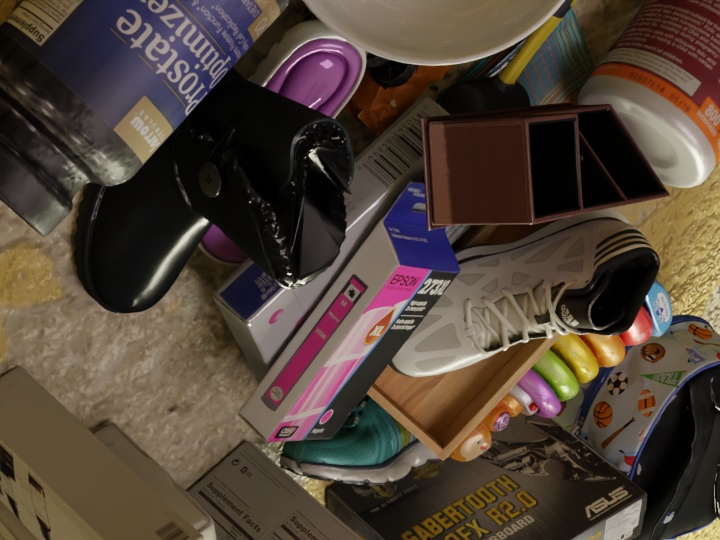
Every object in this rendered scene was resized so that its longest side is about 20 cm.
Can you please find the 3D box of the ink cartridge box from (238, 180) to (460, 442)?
[{"bbox_3d":[0.005,0.030,1.362,0.200,0.037,0.095,-55,156,14],"label":"ink cartridge box"}]

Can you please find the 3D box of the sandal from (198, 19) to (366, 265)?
[{"bbox_3d":[-0.056,-0.070,1.285,0.082,0.050,0.203,7,131,-22],"label":"sandal"}]

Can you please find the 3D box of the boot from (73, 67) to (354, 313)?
[{"bbox_3d":[-0.089,-0.029,1.223,0.076,0.168,0.201,-5,122,-42],"label":"boot"}]

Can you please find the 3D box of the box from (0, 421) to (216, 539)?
[{"bbox_3d":[-0.165,0.228,1.375,0.109,0.128,0.200,-29,135,-26],"label":"box"}]

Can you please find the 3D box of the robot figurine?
[{"bbox_3d":[0.043,-0.192,1.321,0.200,0.058,0.145,-51,142,-2],"label":"robot figurine"}]

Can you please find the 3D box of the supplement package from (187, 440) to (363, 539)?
[{"bbox_3d":[-0.047,0.253,1.492,0.111,0.156,0.200,-41,140,-15],"label":"supplement package"}]

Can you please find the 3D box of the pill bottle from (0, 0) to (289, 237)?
[{"bbox_3d":[-0.141,-0.120,1.145,0.200,0.112,0.112,-49,142,-6],"label":"pill bottle"}]

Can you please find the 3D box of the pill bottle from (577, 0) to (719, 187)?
[{"bbox_3d":[0.260,-0.170,1.505,0.200,0.114,0.114,-53,143,-16],"label":"pill bottle"}]

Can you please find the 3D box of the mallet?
[{"bbox_3d":[0.120,-0.165,1.355,0.066,0.041,0.200,-19,150,-48],"label":"mallet"}]

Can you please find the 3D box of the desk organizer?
[{"bbox_3d":[0.126,-0.072,1.344,0.200,0.077,0.072,-12,100,-55],"label":"desk organizer"}]

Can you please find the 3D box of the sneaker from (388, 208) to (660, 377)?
[{"bbox_3d":[0.112,0.021,1.393,0.200,0.115,0.076,-27,106,-5],"label":"sneaker"}]

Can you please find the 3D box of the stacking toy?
[{"bbox_3d":[0.134,0.067,1.538,0.200,0.110,0.116,-49,150,-11],"label":"stacking toy"}]

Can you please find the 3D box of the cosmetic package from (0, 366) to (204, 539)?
[{"bbox_3d":[-0.168,0.148,1.252,0.051,0.200,0.083,-33,137,-25],"label":"cosmetic package"}]

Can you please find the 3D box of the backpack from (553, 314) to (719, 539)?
[{"bbox_3d":[0.250,0.130,1.709,0.200,0.154,0.191,-15,137,-46],"label":"backpack"}]

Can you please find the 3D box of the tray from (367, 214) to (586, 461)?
[{"bbox_3d":[0.090,0.030,1.473,0.099,0.037,0.200,42,93,-16],"label":"tray"}]

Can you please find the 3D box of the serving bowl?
[{"bbox_3d":[0.045,-0.224,1.224,0.200,0.200,0.066,-58,179,7],"label":"serving bowl"}]

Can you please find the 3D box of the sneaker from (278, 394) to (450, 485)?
[{"bbox_3d":[0.016,0.109,1.533,0.200,0.077,0.080,-18,111,-43],"label":"sneaker"}]

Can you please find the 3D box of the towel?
[{"bbox_3d":[0.127,-0.097,1.511,0.147,0.022,0.200,-45,142,-9],"label":"towel"}]

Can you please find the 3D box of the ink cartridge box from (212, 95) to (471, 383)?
[{"bbox_3d":[0.000,0.000,1.399,0.196,0.043,0.200,-44,155,-11],"label":"ink cartridge box"}]

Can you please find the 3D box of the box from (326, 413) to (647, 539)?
[{"bbox_3d":[0.098,0.188,1.591,0.200,0.158,0.048,-25,136,-30],"label":"box"}]
